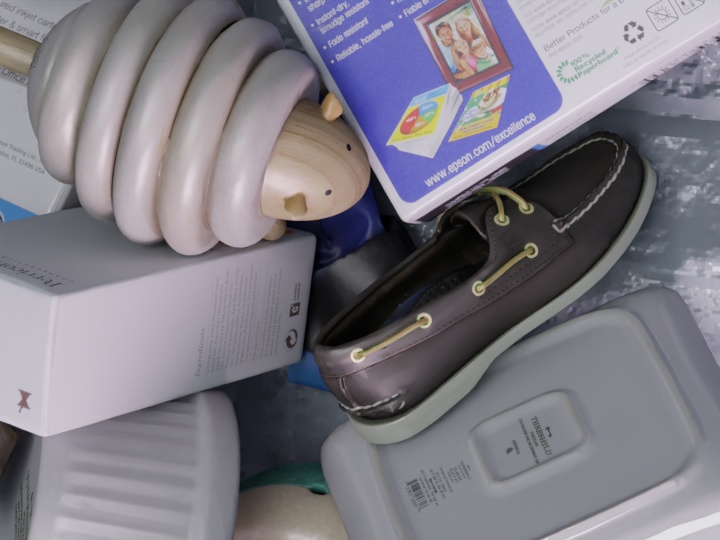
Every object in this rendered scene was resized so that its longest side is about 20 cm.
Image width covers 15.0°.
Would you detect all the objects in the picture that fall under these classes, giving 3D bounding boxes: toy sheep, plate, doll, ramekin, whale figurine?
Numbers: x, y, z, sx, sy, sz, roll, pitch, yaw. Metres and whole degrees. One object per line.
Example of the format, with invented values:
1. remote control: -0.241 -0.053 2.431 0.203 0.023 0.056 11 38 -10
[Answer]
1. toy sheep: -0.090 -0.073 1.302 0.199 0.138 0.138 16 98 9
2. plate: 0.083 0.089 1.283 0.200 0.200 0.032 -25 124 2
3. doll: 0.000 0.000 1.402 0.136 0.048 0.200 -31 81 23
4. ramekin: -0.134 0.146 1.348 0.094 0.202 0.203 14 98 -15
5. whale figurine: -0.026 0.189 1.407 0.159 0.104 0.200 10 120 11

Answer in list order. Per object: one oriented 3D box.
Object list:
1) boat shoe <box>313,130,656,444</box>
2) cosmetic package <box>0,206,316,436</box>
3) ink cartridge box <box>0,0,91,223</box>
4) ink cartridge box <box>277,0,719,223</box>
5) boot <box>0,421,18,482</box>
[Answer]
1. boat shoe: 0.062 -0.003 1.326 0.201 0.061 0.072 -44 32 -15
2. cosmetic package: -0.122 0.016 1.335 0.101 0.200 0.071 18 109 32
3. ink cartridge box: -0.183 -0.095 1.427 0.144 0.084 0.200 24 86 18
4. ink cartridge box: 0.058 -0.157 1.301 0.197 0.047 0.200 -32 79 17
5. boot: -0.227 0.115 1.419 0.200 0.064 0.187 11 120 56
